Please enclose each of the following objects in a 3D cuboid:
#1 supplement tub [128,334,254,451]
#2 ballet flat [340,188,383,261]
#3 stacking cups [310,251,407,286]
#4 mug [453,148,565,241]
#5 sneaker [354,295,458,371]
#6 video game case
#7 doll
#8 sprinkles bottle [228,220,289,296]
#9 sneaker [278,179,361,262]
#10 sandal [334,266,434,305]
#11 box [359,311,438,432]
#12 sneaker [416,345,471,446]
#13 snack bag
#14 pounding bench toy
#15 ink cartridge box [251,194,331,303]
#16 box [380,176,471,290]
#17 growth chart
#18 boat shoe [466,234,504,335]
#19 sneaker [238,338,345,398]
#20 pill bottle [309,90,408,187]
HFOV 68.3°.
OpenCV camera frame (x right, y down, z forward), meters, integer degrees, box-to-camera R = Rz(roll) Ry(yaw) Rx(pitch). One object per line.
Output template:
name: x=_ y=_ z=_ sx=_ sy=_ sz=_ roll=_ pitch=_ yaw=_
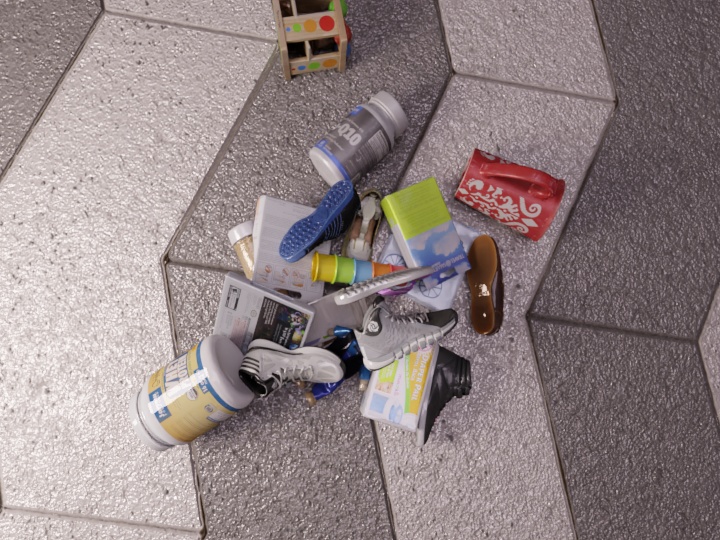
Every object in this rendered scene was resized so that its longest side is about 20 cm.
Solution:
supplement tub: x=-0.310 y=0.229 z=0.985 sx=0.197 sy=0.145 sz=0.147 roll=-33 pitch=86 yaw=7
ballet flat: x=0.004 y=-0.075 z=1.099 sx=0.069 sy=0.071 sz=0.206 roll=16 pitch=82 yaw=-2
stacking cups: x=0.000 y=0.000 z=1.064 sx=0.194 sy=0.060 sz=0.063 roll=5 pitch=82 yaw=-19
mug: x=0.308 y=-0.177 z=1.089 sx=0.195 sy=0.179 sz=0.135 roll=24 pitch=51 yaw=4
sneaker: x=0.077 y=0.089 z=0.968 sx=0.196 sy=0.075 sz=0.118 roll=-27 pitch=97 yaw=-6
video game case: x=-0.193 y=0.119 z=1.022 sx=0.177 sy=0.024 sz=0.204 roll=22 pitch=121 yaw=0
doll: x=-0.034 y=0.180 z=1.042 sx=0.199 sy=0.048 sz=0.138 roll=-41 pitch=80 yaw=12
sprinkles bottle: x=-0.199 y=0.004 z=1.073 sx=0.067 sy=0.068 sz=0.205 roll=-24 pitch=86 yaw=-7
sneaker: x=-0.072 y=-0.082 z=1.043 sx=0.200 sy=0.078 sz=0.070 roll=-46 pitch=53 yaw=-8
sandal: x=0.047 y=0.037 z=1.012 sx=0.197 sy=0.082 sz=0.051 roll=-16 pitch=99 yaw=-5
box: x=0.078 y=0.197 z=1.052 sx=0.109 sy=0.101 sz=0.206 roll=16 pitch=82 yaw=-2
sneaker: x=0.171 y=0.258 z=1.067 sx=0.096 sy=0.071 sz=0.206 roll=14 pitch=78 yaw=2
snack bag: x=0.140 y=-0.035 z=1.127 sx=0.185 sy=0.021 sz=0.204 roll=26 pitch=82 yaw=-1
pounding bench toy: x=-0.105 y=-0.536 z=1.118 sx=0.151 sy=0.124 sz=0.207 roll=-11 pitch=84 yaw=-6
ink cartridge box: x=-0.141 y=-0.032 z=1.066 sx=0.158 sy=0.050 sz=0.207 roll=12 pitch=85 yaw=-28
box: x=0.134 y=-0.074 z=1.084 sx=0.119 sy=0.048 sz=0.205 roll=-23 pitch=89 yaw=-18
growth chart: x=-0.071 y=0.103 z=1.058 sx=0.194 sy=0.018 sz=0.148 roll=-16 pitch=124 yaw=-9
boat shoe: x=0.265 y=0.032 z=1.110 sx=0.069 sy=0.069 sz=0.207 roll=0 pitch=85 yaw=40
sneaker: x=-0.129 y=0.197 z=0.970 sx=0.194 sy=0.116 sz=0.078 roll=8 pitch=122 yaw=7
pill bottle: x=-0.001 y=-0.267 z=1.098 sx=0.200 sy=0.114 sz=0.114 roll=-44 pitch=88 yaw=-8
